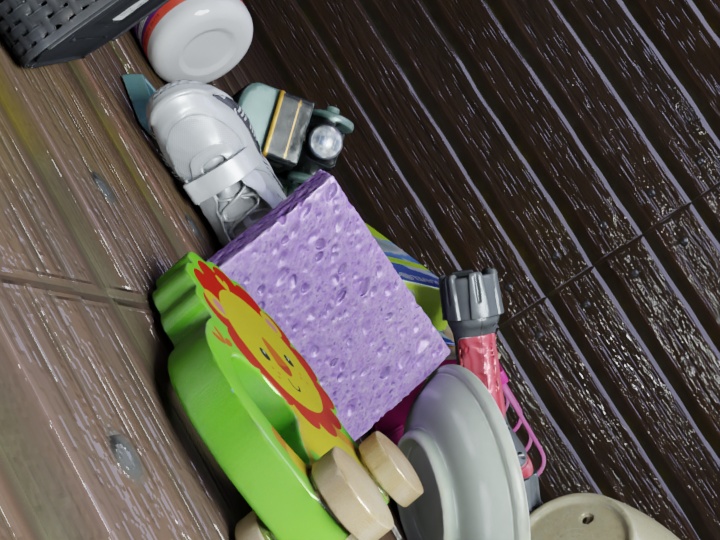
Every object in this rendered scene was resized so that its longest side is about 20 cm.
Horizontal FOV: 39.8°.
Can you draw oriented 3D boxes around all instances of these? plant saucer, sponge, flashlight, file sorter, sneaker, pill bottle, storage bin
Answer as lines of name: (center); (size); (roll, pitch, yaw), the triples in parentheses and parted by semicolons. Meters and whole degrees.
plant saucer: (-0.141, -0.094, 0.881); (0.200, 0.019, 0.070); (51, 8, -50)
plant saucer: (0.067, 0.178, 0.790); (0.200, 0.049, 0.203); (174, -90, -72)
sponge: (-0.019, 0.031, 0.764); (0.201, 0.111, 0.030); (55, -9, -32)
flashlight: (0.104, 0.101, 0.826); (0.068, 0.067, 0.203); (-11, 94, -54)
file sorter: (0.091, 0.146, 1.030); (0.126, 0.138, 0.200); (59, 4, -18)
sneaker: (-0.091, -0.053, 0.778); (0.201, 0.075, 0.115); (58, 1, -45)
pill bottle: (-0.197, -0.295, 1.020); (0.201, 0.112, 0.112); (60, 5, 22)
storage bin: (-0.167, -0.208, 0.633); (0.094, 0.134, 0.200); (55, 5, -13)

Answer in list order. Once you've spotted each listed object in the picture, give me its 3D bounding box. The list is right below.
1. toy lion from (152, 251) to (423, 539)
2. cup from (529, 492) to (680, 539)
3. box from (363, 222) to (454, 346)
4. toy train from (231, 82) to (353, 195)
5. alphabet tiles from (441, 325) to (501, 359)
toy lion: (-0.053, 0.070, 0.548); (0.192, 0.068, 0.200); (52, 4, 10)
cup: (0.187, 0.263, 0.786); (0.144, 0.198, 0.201); (61, 2, -29)
box: (0.000, 0.000, 0.939); (0.121, 0.048, 0.200); (11, 18, -37)
toy train: (-0.081, -0.118, 0.917); (0.113, 0.086, 0.200); (20, -5, -18)
alphabet tiles: (0.035, 0.043, 0.944); (0.198, 0.008, 0.167); (5, 22, -46)
